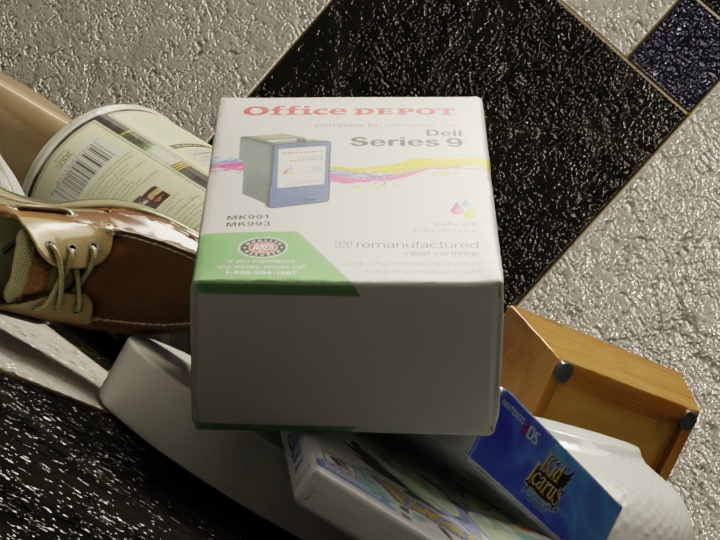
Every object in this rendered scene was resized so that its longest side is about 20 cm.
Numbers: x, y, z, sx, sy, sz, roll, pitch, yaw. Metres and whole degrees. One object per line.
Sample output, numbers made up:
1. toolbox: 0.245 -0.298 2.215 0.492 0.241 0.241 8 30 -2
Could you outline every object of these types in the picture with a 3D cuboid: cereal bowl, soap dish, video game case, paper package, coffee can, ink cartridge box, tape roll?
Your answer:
1. cereal bowl: 0.128 0.145 1.346 0.199 0.084 0.200 14 0 0
2. soap dish: 0.155 0.128 1.532 0.199 0.158 0.081 21 8 -38
3. video game case: 0.050 0.131 0.989 0.199 0.022 0.182 32 5 -9
4. paper package: -0.370 -0.146 1.838 0.199 0.104 0.191 31 1 -23
5. coffee can: -0.115 -0.010 1.336 0.146 0.147 0.200 29 1 -44
6. ink cartridge box: -0.006 -0.009 1.011 0.144 0.088 0.200 1 28 1
7. tape roll: -0.047 0.100 1.098 0.202 0.037 0.203 31 2 -1
8. video game case: 0.032 0.082 1.115 0.181 0.046 0.200 23 -12 32

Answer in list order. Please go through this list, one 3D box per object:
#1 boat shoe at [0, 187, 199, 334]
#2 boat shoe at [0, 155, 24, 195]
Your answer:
1. boat shoe: -0.172 -0.002 1.090 0.199 0.076 0.074 11 16 -3
2. boat shoe: -0.268 -0.085 1.257 0.203 0.074 0.065 63 1 -15
